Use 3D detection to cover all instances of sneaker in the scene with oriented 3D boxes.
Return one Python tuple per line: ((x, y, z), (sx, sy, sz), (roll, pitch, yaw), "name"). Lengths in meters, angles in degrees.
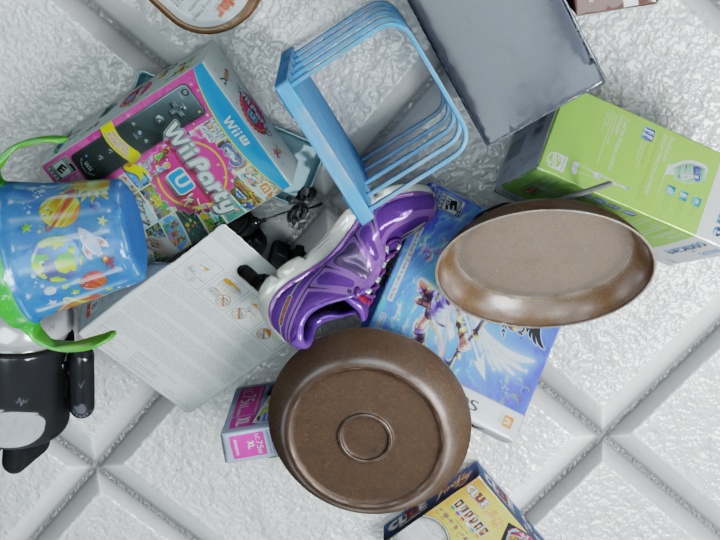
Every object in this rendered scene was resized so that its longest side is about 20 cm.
((0.000, 0.000, 1.111), (0.200, 0.081, 0.084), (-41, 63, 0), "sneaker")

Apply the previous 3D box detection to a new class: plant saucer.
((0.167, -0.009, 1.078), (0.198, 0.032, 0.201), (1, 147, 1), "plant saucer")
((0.007, 0.153, 1.126), (0.198, 0.035, 0.202), (2, 111, 5), "plant saucer")
((-0.136, -0.130, 1.174), (0.198, 0.019, 0.070), (22, 109, -8), "plant saucer")

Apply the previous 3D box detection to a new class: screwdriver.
((0.160, -0.057, 1.070), (0.029, 0.200, 0.028), (-19, 91, -25), "screwdriver")

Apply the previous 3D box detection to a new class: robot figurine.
((-0.354, 0.101, 1.207), (0.149, 0.125, 0.202), (-1, 112, -24), "robot figurine")

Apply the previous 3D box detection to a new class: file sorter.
((0.012, -0.155, 1.069), (0.122, 0.200, 0.139), (-31, 107, 7), "file sorter")

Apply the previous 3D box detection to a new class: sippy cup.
((-0.269, -0.025, 1.092), (0.129, 0.140, 0.179), (-12, 137, 1), "sippy cup")

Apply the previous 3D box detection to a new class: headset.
((-0.103, -0.006, 1.175), (0.123, 0.094, 0.200), (32, 120, -15), "headset")

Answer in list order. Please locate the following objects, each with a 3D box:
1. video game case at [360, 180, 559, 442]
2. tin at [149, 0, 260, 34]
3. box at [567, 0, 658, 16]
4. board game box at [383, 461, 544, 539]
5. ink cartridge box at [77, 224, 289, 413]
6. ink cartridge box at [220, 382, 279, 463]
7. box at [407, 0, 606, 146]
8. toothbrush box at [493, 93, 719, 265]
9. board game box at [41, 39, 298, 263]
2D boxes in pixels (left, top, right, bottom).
((0.106, 0.041, 1.171), (0.180, 0.045, 0.201), (26, 80, -10), "video game case")
((-0.177, -0.307, 1.102), (0.200, 0.042, 0.112), (41, 110, -13), "tin")
((0.199, -0.287, 1.015), (0.074, 0.200, 0.101), (-10, 110, 4), "box")
((0.138, 0.327, 1.324), (0.135, 0.035, 0.200), (-36, 105, 13), "board game box")
((-0.158, 0.041, 1.183), (0.199, 0.050, 0.162), (-36, 125, 18), "ink cartridge box")
((-0.038, 0.143, 1.216), (0.198, 0.119, 0.042), (-8, 107, 4), "ink cartridge box")
((0.108, -0.240, 1.034), (0.117, 0.200, 0.198), (-28, 106, 10), "box")
((0.244, -0.083, 1.107), (0.198, 0.146, 0.087), (23, 82, -6), "toothbrush box")
((-0.183, -0.104, 1.142), (0.199, 0.064, 0.148), (-29, 113, 18), "board game box")
